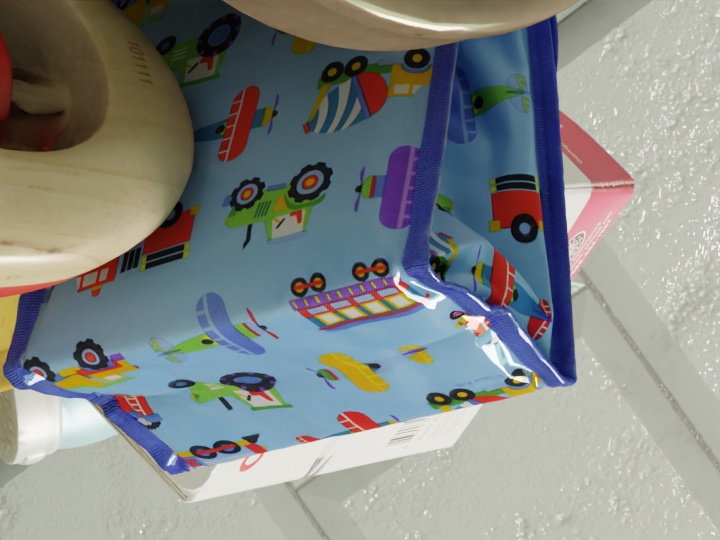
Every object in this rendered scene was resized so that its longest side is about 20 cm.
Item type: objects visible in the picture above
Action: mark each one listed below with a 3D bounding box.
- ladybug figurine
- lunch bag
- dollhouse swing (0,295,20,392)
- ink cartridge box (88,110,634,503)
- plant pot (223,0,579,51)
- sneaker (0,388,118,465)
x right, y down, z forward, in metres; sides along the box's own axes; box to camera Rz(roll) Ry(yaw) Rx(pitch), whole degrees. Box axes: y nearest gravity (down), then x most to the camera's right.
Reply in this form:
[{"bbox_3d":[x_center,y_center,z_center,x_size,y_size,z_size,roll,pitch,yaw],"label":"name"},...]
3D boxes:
[{"bbox_3d":[-0.141,-0.045,0.643,0.200,0.136,0.072,10,137,-38],"label":"ladybug figurine"},{"bbox_3d":[-0.019,-0.054,0.736,0.150,0.200,0.094,-14,148,29],"label":"lunch bag"},{"bbox_3d":[-0.205,-0.031,0.772,0.182,0.176,0.200,4,-163,45],"label":"dollhouse swing"},{"bbox_3d":[0.000,0.000,0.889,0.147,0.083,0.200,-55,157,20],"label":"ink cartridge box"},{"bbox_3d":[-0.030,-0.153,0.666,0.200,0.201,0.174,-33,-166,-31],"label":"plant pot"},{"bbox_3d":[-0.115,-0.029,0.899,0.082,0.200,0.074,-12,-159,-28],"label":"sneaker"}]
